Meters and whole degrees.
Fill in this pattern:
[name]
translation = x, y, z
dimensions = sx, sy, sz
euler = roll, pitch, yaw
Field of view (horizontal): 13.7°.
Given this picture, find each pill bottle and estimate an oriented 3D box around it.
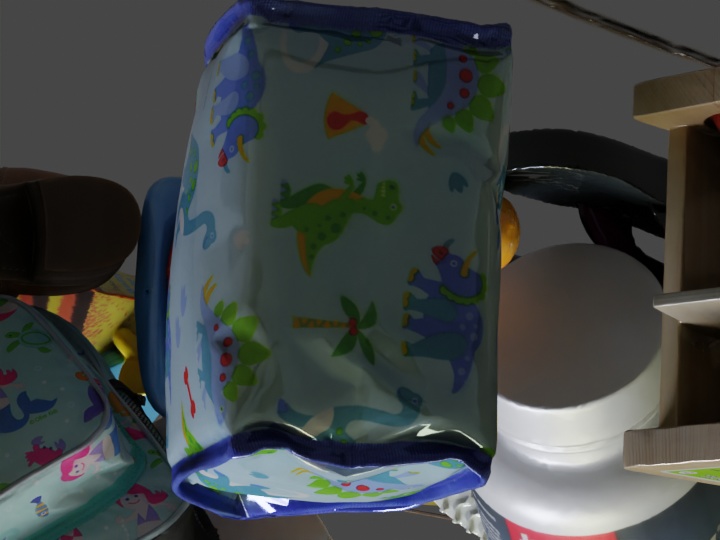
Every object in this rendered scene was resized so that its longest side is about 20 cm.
[pill bottle]
translation = 0.107, 0.086, 1.335
dimensions = 0.119, 0.120, 0.201
euler = 0, 141, 17

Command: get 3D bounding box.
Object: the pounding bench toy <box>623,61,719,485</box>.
[pounding bench toy]
translation = 0.206, 0.002, 1.085
dimensions = 0.199, 0.157, 0.124
euler = 13, 165, -42

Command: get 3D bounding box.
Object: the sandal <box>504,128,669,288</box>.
[sandal]
translation = 0.130, -0.017, 1.303
dimensions = 0.200, 0.048, 0.075
euler = 13, 165, -39

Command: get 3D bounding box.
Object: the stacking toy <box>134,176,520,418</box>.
[stacking toy]
translation = 0.000, 0.000, 1.311
dimensions = 0.109, 0.117, 0.199
euler = 12, 159, -40

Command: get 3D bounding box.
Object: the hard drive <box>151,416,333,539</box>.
[hard drive]
translation = -0.117, 0.143, 1.371
dimensions = 0.199, 0.132, 0.025
euler = -31, 132, -3

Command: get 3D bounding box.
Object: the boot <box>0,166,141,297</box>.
[boot]
translation = -0.205, -0.016, 1.364
dimensions = 0.199, 0.074, 0.155
euler = 9, 173, -16

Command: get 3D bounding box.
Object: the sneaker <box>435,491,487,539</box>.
[sneaker]
translation = 0.053, 0.064, 1.541
dimensions = 0.200, 0.070, 0.099
euler = 45, -159, 27

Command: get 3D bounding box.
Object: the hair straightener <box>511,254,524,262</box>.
[hair straightener]
translation = 0.057, -0.004, 1.457
dimensions = 0.077, 0.041, 0.200
euler = -3, 163, 31

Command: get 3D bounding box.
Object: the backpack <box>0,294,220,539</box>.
[backpack]
translation = -0.170, 0.102, 1.317
dimensions = 0.177, 0.151, 0.200
euler = -29, -145, -8

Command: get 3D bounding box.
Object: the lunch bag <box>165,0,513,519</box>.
[lunch bag]
translation = -0.018, 0.004, 1.132
dimensions = 0.127, 0.171, 0.200
euler = 7, 168, -17

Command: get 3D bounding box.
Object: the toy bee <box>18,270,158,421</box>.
[toy bee]
translation = -0.115, 0.026, 1.523
dimensions = 0.131, 0.109, 0.200
euler = 37, -173, 29
